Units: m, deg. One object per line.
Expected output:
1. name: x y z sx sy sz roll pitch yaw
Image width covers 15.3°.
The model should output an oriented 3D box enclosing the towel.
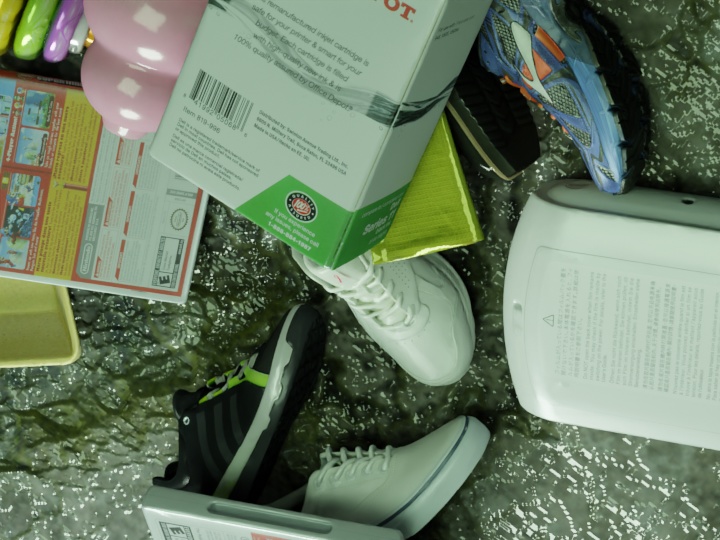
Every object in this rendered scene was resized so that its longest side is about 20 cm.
1. towel: 0.013 -0.105 1.680 0.086 0.018 0.200 -12 99 38

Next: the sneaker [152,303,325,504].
1. sneaker: -0.092 0.099 1.848 0.083 0.072 0.200 29 118 8

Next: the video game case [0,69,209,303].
1. video game case: -0.202 -0.059 1.803 0.200 0.017 0.143 9 111 -12

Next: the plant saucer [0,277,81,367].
1. plant saucer: -0.295 -0.031 1.883 0.200 0.048 0.200 -4 110 21

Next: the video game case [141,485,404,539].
1. video game case: -0.046 0.223 1.852 0.182 0.023 0.200 9 144 16

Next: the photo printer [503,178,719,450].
1. photo printer: 0.190 0.028 1.718 0.200 0.069 0.167 8 113 17

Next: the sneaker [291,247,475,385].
1. sneaker: 0.000 0.000 1.758 0.078 0.099 0.200 -31 98 27

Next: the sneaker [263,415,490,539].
1. sneaker: 0.001 0.151 1.830 0.071 0.073 0.200 43 120 -14

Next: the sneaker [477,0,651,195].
1. sneaker: 0.118 -0.136 1.683 0.078 0.075 0.200 -27 91 28

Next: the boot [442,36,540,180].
1. boot: 0.013 -0.117 1.730 0.138 0.077 0.200 -39 81 32

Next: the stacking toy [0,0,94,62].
1. stacking toy: -0.213 -0.176 1.776 0.200 0.116 0.110 23 120 -3

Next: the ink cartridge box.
1. ink cartridge box: -0.022 -0.126 1.635 0.147 0.083 0.200 34 119 16

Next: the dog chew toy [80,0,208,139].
1. dog chew toy: -0.120 -0.179 1.706 0.124 0.125 0.200 23 105 10
